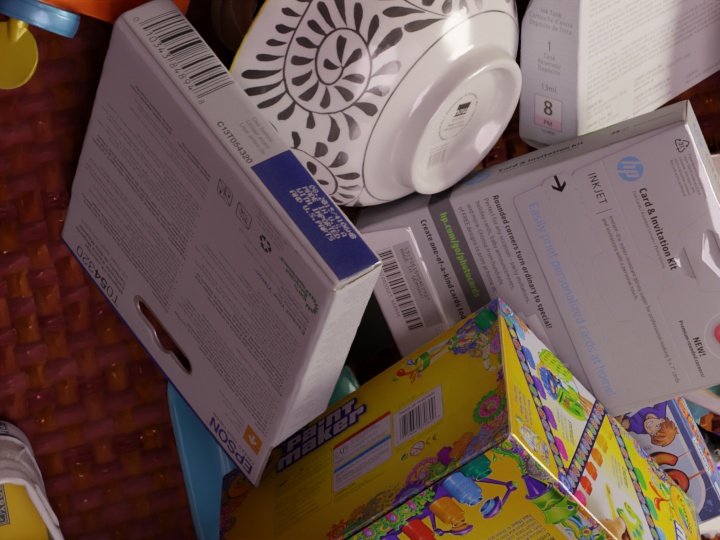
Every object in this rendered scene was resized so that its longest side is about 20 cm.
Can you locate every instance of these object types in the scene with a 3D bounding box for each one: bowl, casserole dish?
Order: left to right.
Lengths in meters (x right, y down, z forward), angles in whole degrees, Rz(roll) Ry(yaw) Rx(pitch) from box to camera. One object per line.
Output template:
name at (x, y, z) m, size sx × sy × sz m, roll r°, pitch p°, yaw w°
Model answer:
casserole dish at (-0.059, 0.140, 1.648) m, size 0.039 × 0.121 × 0.201 m, roll -26°, pitch 124°, yaw -27°
bowl at (0.025, -0.103, 1.501) m, size 0.201 × 0.094 × 0.201 m, roll -39°, pitch 152°, yaw -25°

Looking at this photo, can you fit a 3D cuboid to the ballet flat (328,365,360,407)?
ballet flat at (-0.013, 0.139, 1.683) m, size 0.070 × 0.071 × 0.201 m, roll -24°, pitch 95°, yaw -7°

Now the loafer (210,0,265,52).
loafer at (-0.015, -0.197, 1.507) m, size 0.075 × 0.068 × 0.201 m, roll 15°, pitch 111°, yaw -27°

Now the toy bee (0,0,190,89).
toy bee at (-0.183, -0.175, 1.450) m, size 0.131 × 0.108 × 0.200 m, roll -57°, pitch 142°, yaw -12°

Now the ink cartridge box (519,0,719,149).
ink cartridge box at (0.152, -0.183, 1.546) m, size 0.162 × 0.057 × 0.201 m, roll -31°, pitch 126°, yaw -45°

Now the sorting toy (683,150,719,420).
sorting toy at (0.201, 0.007, 1.665) m, size 0.179 × 0.201 × 0.107 m, roll 21°, pitch 152°, yaw -16°

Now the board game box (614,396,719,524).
board game box at (0.098, 0.115, 1.615) m, size 0.199 × 0.034 × 0.136 m, roll -25°, pitch 97°, yaw 17°

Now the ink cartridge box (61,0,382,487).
ink cartridge box at (-0.079, -0.013, 1.482) m, size 0.043 × 0.197 × 0.200 m, roll -28°, pitch 158°, yaw -29°

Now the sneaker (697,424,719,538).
sneaker at (0.183, 0.108, 1.691) m, size 0.199 × 0.070 × 0.100 m, roll -5°, pitch 109°, yaw -22°

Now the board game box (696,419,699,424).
board game box at (0.112, 0.149, 1.754) m, size 0.199 × 0.047 × 0.152 m, roll -7°, pitch 119°, yaw -17°

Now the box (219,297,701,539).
box at (0.057, 0.159, 1.519) m, size 0.200 × 0.122 × 0.193 m, roll -33°, pitch 119°, yaw 20°

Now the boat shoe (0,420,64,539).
boat shoe at (-0.193, 0.191, 1.636) m, size 0.074 × 0.086 × 0.203 m, roll -15°, pitch 123°, yaw -11°

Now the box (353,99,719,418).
box at (0.115, 0.010, 1.533) m, size 0.199 × 0.041 × 0.156 m, roll -19°, pitch 109°, yaw 17°

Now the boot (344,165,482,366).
boot at (0.000, 0.000, 1.627) m, size 0.199 × 0.076 × 0.074 m, roll -21°, pitch 141°, yaw 8°
